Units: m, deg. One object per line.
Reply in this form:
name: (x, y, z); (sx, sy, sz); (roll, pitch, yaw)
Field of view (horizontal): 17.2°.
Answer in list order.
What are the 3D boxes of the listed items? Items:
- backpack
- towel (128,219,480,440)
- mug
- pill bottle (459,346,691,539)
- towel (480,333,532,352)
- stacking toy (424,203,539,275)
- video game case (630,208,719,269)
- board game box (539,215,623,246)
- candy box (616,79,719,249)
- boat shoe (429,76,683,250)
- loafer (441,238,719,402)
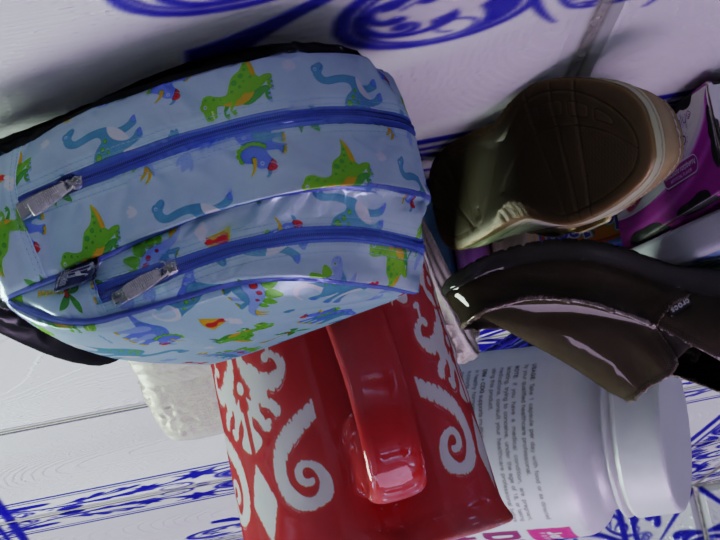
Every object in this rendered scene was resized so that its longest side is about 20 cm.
backpack: (-0.065, -0.026, 1.028); (0.199, 0.155, 0.163); (-32, 156, 18)
towel: (-0.044, 0.019, 1.288); (0.199, 0.133, 0.035); (-14, -147, 20)
mug: (-0.002, 0.037, 1.147); (0.133, 0.202, 0.177); (-10, 173, -37)
pill bottle: (0.089, 0.103, 1.401); (0.198, 0.114, 0.113); (-7, 170, 18)
towel: (0.160, 0.038, 1.516); (0.147, 0.050, 0.200); (-14, 171, -27)
stacking toy: (0.000, 0.000, 1.329); (0.198, 0.086, 0.085); (-8, 169, 9)
video game case: (0.241, -0.019, 1.297); (0.181, 0.022, 0.200); (-5, 169, -29)
board game box: (0.157, -0.018, 1.454); (0.151, 0.045, 0.200); (-14, 169, 9)
candy box: (0.251, -0.065, 1.291); (0.198, 0.062, 0.136); (-7, 168, -20)
boat shoe: (0.106, -0.056, 1.189); (0.066, 0.075, 0.200); (-9, 178, -28)
loafer: (0.139, 0.031, 1.239); (0.198, 0.072, 0.073); (7, 163, -16)
